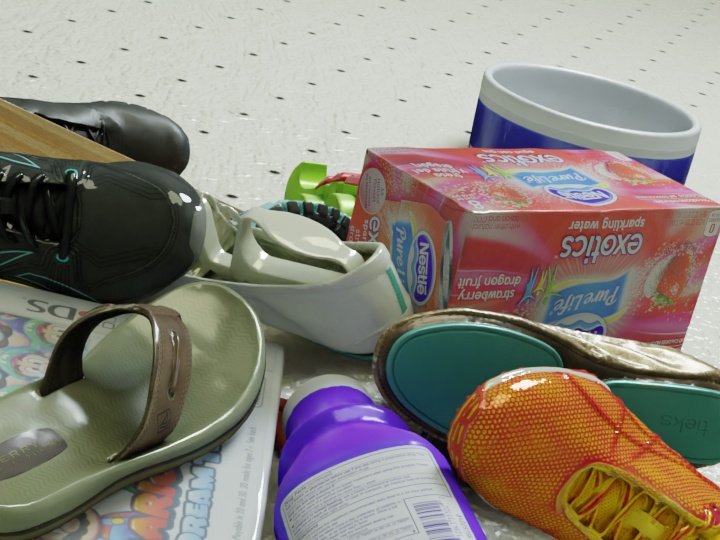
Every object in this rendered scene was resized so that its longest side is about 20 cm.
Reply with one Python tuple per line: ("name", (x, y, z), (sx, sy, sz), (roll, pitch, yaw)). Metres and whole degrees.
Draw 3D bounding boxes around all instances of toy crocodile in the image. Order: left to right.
("toy crocodile", (-0.001, -0.041, 1.001), (0.067, 0.062, 0.200), (5, 2, -19))

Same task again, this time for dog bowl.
("dog bowl", (0.198, -0.118, 1.334), (0.198, 0.079, 0.200), (11, 21, -4))

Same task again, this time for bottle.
("bottle", (0.005, 0.109, 0.638), (0.083, 0.066, 0.200), (-19, 25, -5))

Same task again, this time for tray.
("tray", (-0.164, -0.054, 0.886), (0.199, 0.037, 0.098), (23, -6, -43))

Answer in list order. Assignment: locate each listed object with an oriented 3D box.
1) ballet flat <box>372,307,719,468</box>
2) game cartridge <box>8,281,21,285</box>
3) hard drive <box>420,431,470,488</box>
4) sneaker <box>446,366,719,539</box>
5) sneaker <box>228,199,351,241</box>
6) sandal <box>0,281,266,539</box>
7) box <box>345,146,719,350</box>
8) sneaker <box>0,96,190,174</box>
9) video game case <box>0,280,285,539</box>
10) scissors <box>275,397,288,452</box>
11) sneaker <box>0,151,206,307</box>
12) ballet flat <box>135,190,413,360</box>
("ballet flat", (0.093, 0.057, 0.735), (0.198, 0.071, 0.065), (15, 12, -17))
("game cartridge", (-0.196, 0.005, 0.840), (0.198, 0.033, 0.176), (20, 23, 16))
("hard drive", (0.115, 0.076, 0.835), (0.134, 0.043, 0.200), (19, 21, 15))
("sneaker", (0.120, 0.100, 0.660), (0.199, 0.073, 0.077), (28, 6, -33))
("sneaker", (0.000, 0.000, 0.896), (0.199, 0.078, 0.086), (20, -8, -34))
("sandal", (-0.104, 0.050, 0.641), (0.079, 0.058, 0.201), (28, 31, 19))
("box", (0.094, -0.005, 0.829), (0.199, 0.104, 0.095), (-2, 25, -38))
("sneaker", (-0.209, -0.078, 0.968), (0.198, 0.077, 0.091), (0, 1, -10))
("video game case", (-0.129, 0.076, 0.666), (0.180, 0.024, 0.201), (14, 31, -6))
("scissors", (-0.066, 0.069, 0.784), (0.198, 0.014, 0.073), (18, 21, 10))
("sneaker", (-0.173, -0.023, 0.743), (0.198, 0.076, 0.079), (2, -5, 21))
("ballet flat", (-0.064, -0.008, 0.768), (0.198, 0.070, 0.069), (12, 19, 25))
